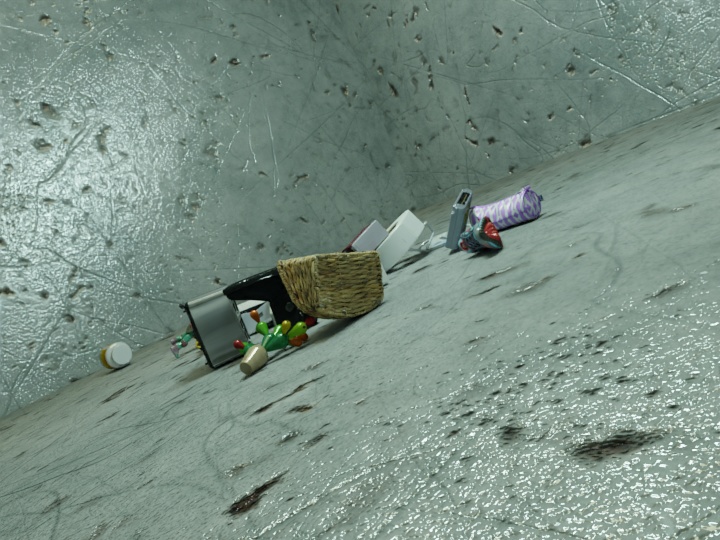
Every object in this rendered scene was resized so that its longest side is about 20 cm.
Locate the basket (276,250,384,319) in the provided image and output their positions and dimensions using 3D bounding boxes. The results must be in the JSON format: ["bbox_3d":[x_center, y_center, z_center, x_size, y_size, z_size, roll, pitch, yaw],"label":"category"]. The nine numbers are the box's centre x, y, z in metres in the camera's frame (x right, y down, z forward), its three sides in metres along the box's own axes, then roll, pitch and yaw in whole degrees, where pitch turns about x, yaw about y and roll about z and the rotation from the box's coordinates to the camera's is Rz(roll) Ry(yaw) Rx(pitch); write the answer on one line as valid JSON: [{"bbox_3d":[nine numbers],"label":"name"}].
[{"bbox_3d":[-0.064,0.037,1.380,0.198,0.145,0.148,-5,-2,-44],"label":"basket"}]

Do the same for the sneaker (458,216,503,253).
[{"bbox_3d":[0.274,-0.068,1.449,0.095,0.080,0.200,-32,-5,14],"label":"sneaker"}]

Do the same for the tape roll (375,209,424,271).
[{"bbox_3d":[0.103,-0.086,1.887,0.203,0.071,0.202,-47,5,6],"label":"tape roll"}]

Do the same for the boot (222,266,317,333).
[{"bbox_3d":[-0.213,0.085,1.505,0.198,0.170,0.076,-20,5,-13],"label":"boot"}]

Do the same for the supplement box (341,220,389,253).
[{"bbox_3d":[0.012,-0.083,1.898,0.109,0.061,0.200,-47,6,-9],"label":"supplement box"}]

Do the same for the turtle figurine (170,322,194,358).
[{"bbox_3d":[-0.559,0.217,2.152,0.199,0.101,0.150,-30,6,-4],"label":"turtle figurine"}]

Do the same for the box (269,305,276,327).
[{"bbox_3d":[-0.193,0.116,1.654,0.081,0.069,0.200,-25,6,-5],"label":"box"}]

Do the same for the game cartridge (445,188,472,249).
[{"bbox_3d":[0.271,-0.136,1.714,0.040,0.135,0.200,16,26,11],"label":"game cartridge"}]

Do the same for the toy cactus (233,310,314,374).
[{"bbox_3d":[-0.202,0.153,1.325,0.198,0.103,0.165,-10,22,28],"label":"toy cactus"}]

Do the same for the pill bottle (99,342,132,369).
[{"bbox_3d":[-1.063,0.371,2.725,0.110,0.112,0.199,-28,7,-34],"label":"pill bottle"}]

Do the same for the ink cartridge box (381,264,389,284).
[{"bbox_3d":[-0.042,0.036,1.673,0.198,0.085,0.145,-26,6,-15],"label":"ink cartridge box"}]

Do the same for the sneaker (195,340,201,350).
[{"bbox_3d":[-0.488,0.216,1.957,0.089,0.071,0.199,-25,7,-39],"label":"sneaker"}]

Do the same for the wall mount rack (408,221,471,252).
[{"bbox_3d":[0.231,-0.102,1.875,0.199,0.075,0.174,-22,25,37],"label":"wall mount rack"}]

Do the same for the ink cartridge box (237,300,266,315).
[{"bbox_3d":[-0.331,0.134,1.917,0.198,0.095,0.037,-20,47,13],"label":"ink cartridge box"}]

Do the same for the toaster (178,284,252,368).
[{"bbox_3d":[-0.362,0.138,1.590,0.117,0.183,0.200,-23,5,-6],"label":"toaster"}]

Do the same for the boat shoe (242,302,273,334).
[{"bbox_3d":[-0.296,0.145,1.867,0.199,0.071,0.066,-34,-29,27],"label":"boat shoe"}]

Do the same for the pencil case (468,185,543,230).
[{"bbox_3d":[0.382,-0.156,1.662,0.199,0.086,0.084,-20,12,47],"label":"pencil case"}]
